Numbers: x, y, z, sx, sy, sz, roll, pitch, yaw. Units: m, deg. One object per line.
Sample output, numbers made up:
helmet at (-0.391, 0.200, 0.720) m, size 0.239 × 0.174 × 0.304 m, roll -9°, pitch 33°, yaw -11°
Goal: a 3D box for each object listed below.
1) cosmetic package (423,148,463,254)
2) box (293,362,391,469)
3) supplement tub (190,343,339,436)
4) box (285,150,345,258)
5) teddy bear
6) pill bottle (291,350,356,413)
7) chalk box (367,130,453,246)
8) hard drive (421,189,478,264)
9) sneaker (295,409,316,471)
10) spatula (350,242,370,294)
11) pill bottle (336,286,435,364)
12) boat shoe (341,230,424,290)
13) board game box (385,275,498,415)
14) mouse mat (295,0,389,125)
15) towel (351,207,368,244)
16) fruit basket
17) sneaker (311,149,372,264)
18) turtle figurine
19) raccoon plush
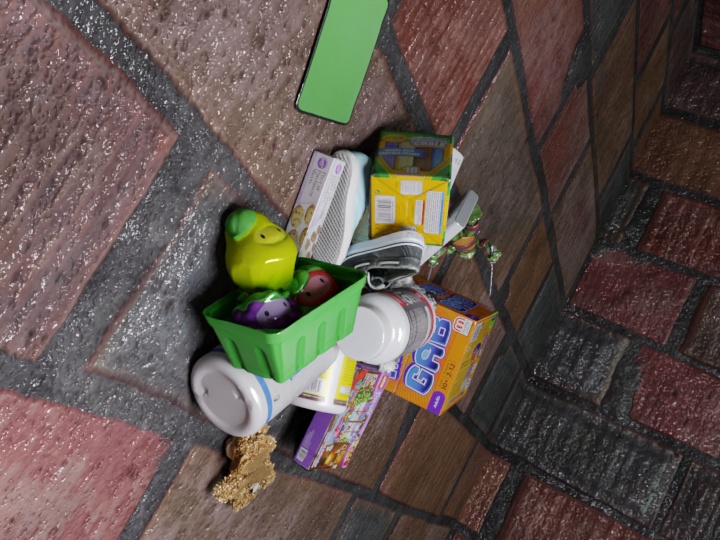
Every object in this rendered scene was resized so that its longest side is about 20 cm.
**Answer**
cosmetic package at (0.096, -0.134, 1.438) m, size 0.074 × 0.102 × 0.200 m, roll 15°, pitch 97°, yaw -65°
box at (-0.030, 0.261, 1.448) m, size 0.137 × 0.039 × 0.200 m, roll 20°, pitch 96°, yaw -60°
supplement tub at (-0.137, 0.138, 1.178) m, size 0.200 × 0.132 × 0.132 m, roll -38°, pitch 144°, yaw -46°
box at (-0.080, -0.079, 1.205) m, size 0.039 × 0.041 × 0.200 m, roll 3°, pitch 110°, yaw -64°
teddy bear at (-0.191, 0.326, 1.340) m, size 0.145 × 0.067 × 0.200 m, roll -48°, pitch 158°, yaw -15°
pill bottle at (-0.057, 0.130, 1.335) m, size 0.109 × 0.109 × 0.200 m, roll 28°, pitch 74°, yaw -66°
chalk box at (0.086, -0.146, 1.301) m, size 0.200 × 0.124 × 0.125 m, roll -76°, pitch 169°, yaw -54°
hard drive at (0.136, -0.059, 1.522) m, size 0.200 × 0.026 × 0.132 m, roll -44°, pitch -171°, yaw 36°
sneaker at (-0.054, 0.284, 1.549) m, size 0.121 × 0.084 × 0.200 m, roll -6°, pitch 116°, yaw -52°
spatula at (0.000, 0.000, 1.397) m, size 0.200 × 0.021 × 0.057 m, roll 61°, pitch 28°, yaw -63°
pill bottle at (0.037, 0.087, 1.259) m, size 0.200 × 0.111 × 0.111 m, roll -9°, pitch 120°, yaw -66°
boat shoe at (0.020, -0.004, 1.265) m, size 0.072 × 0.200 × 0.071 m, roll 22°, pitch 62°, yaw -30°
board game box at (0.134, 0.144, 1.628) m, size 0.200 × 0.200 × 0.200 m, roll -8°, pitch 119°, yaw -68°
mouse mat at (-0.023, -0.311, 1.146) m, size 0.161 × 0.008 × 0.200 m, roll -3°, pitch 113°, yaw -64°
towel at (-0.015, -0.075, 1.366) m, size 0.147 × 0.022 × 0.200 m, roll 12°, pitch 100°, yaw -66°
fruit basket at (-0.106, 0.016, 1.065) m, size 0.215 × 0.155 × 0.216 m, roll -23°, pitch 119°, yaw -50°
sneaker at (-0.018, -0.090, 1.266) m, size 0.082 × 0.074 × 0.200 m, roll -7°, pitch 119°, yaw -47°
turtle figurine at (0.222, -0.043, 1.727) m, size 0.200 × 0.144 × 0.194 m, roll -59°, pitch 151°, yaw -22°
raccoon plush at (0.054, 0.067, 1.444) m, size 0.134 × 0.097 × 0.200 m, roll 38°, pitch 58°, yaw -24°
